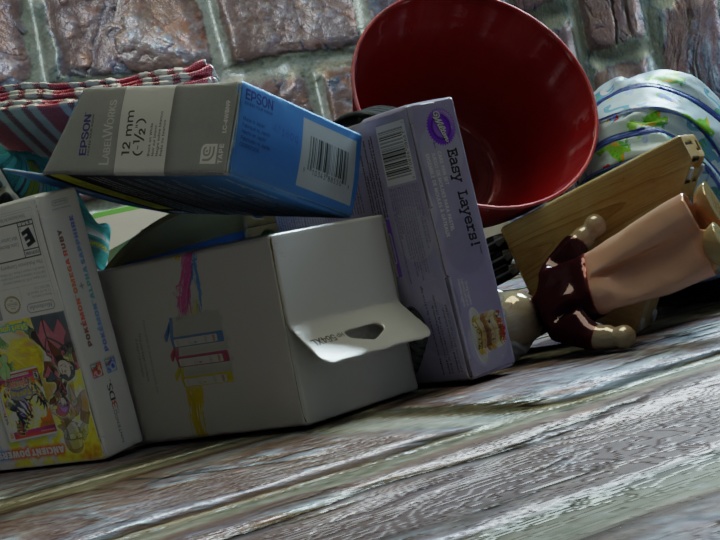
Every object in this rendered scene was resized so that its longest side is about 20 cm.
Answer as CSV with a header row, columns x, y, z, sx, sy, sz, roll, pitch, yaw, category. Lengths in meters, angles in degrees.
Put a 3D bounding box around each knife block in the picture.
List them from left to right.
x,y,z,sx,sy,sz,roll,pitch,yaw,category
0.149,-0.028,1.232,0.174,0.202,0.064,20,12,18,knife block

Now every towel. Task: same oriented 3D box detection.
x,y,z,sx,sy,sz,roll,pitch,yaw,category
-0.179,-0.105,1.217,0.198,0.030,0.146,-3,-22,15,towel

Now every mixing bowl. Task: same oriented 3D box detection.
x,y,z,sx,sy,sz,roll,pitch,yaw,category
0.075,-0.106,1.278,0.199,0.201,0.109,-12,-25,-24,mixing bowl

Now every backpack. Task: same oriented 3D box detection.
x,y,z,sx,sy,sz,roll,pitch,yaw,category
0.252,-0.066,1.322,0.162,0.201,0.154,-12,23,33,backpack

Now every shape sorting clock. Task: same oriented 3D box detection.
x,y,z,sx,sy,sz,roll,pitch,yaw,category
-0.132,0.030,1.276,0.199,0.201,0.039,-13,44,-33,shape sorting clock

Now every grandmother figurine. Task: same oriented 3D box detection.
x,y,z,sx,sy,sz,roll,pitch,yaw,category
0.164,0.007,1.145,0.199,0.061,0.122,-28,31,23,grandmother figurine

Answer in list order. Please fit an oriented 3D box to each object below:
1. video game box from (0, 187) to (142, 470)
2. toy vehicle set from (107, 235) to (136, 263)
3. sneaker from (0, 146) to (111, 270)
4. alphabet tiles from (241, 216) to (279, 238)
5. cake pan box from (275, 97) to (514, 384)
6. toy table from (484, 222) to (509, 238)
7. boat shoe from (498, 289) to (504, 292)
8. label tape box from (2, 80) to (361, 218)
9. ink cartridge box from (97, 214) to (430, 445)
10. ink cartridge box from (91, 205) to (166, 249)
x,y,z,sx,sy,sz,roll,pitch,yaw,category
-0.256,0.049,1.151,0.199,0.184,0.047,-10,4,38,video game box
-0.153,0.041,1.364,0.124,0.027,0.199,-25,-38,36,toy vehicle set
-0.258,-0.057,1.208,0.077,0.080,0.200,-13,-45,31,sneaker
0.000,0.000,1.289,0.199,0.169,0.008,-12,0,-38,alphabet tiles
0.014,-0.015,1.170,0.052,0.202,0.184,-16,1,-39,cake pan box
0.062,0.008,1.565,0.182,0.118,0.200,-12,2,-2,toy table
0.044,0.038,1.408,0.199,0.071,0.069,-12,1,-31,boat shoe
-0.120,-0.080,1.105,0.199,0.067,0.143,5,-7,34,label tape box
-0.064,0.039,1.117,0.199,0.126,0.128,-11,2,38,ink cartridge box
-0.132,0.019,1.439,0.144,0.085,0.200,-10,-32,19,ink cartridge box
